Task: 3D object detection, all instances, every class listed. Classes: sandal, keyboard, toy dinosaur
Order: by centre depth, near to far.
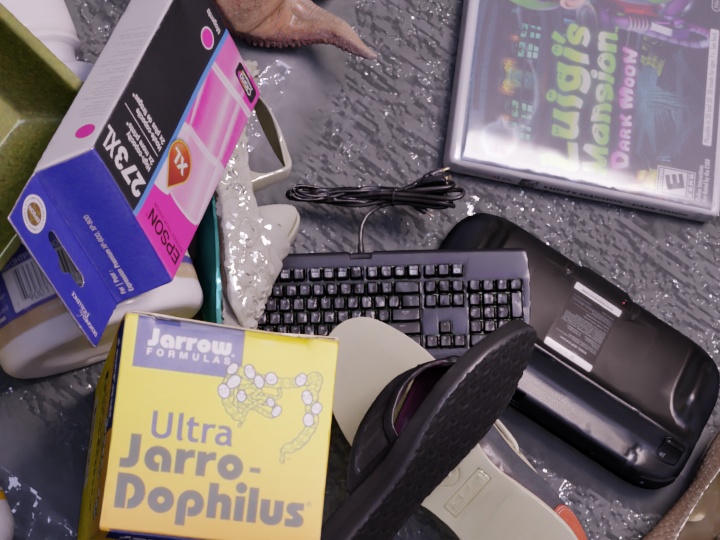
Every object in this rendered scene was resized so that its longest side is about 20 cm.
[{"bbox_3d":[0.017,0.097,0.942,0.048,0.075,0.200,40,89,25],"label":"sandal"},{"bbox_3d":[0.000,0.000,1.041,0.200,0.021,0.127,-2,76,2],"label":"keyboard"},{"bbox_3d":[-0.081,-0.192,1.070,0.136,0.086,0.200,-38,103,-8],"label":"toy dinosaur"}]

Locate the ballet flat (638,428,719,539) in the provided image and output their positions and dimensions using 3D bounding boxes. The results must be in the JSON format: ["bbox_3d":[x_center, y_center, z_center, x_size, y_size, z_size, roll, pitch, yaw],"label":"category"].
[{"bbox_3d":[0.212,0.150,1.052,0.200,0.046,0.067,-40,112,-17],"label":"ballet flat"}]

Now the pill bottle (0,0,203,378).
[{"bbox_3d":[-0.177,-0.051,0.987,0.120,0.120,0.200,-18,80,-17],"label":"pill bottle"}]

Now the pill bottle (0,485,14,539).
[{"bbox_3d":[-0.252,0.112,0.936,0.104,0.104,0.200,-22,82,-17],"label":"pill bottle"}]

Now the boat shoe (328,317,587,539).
[{"bbox_3d":[0.055,0.107,1.006,0.200,0.063,0.071,46,101,6],"label":"boat shoe"}]

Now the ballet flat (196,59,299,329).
[{"bbox_3d":[-0.069,-0.047,1.018,0.072,0.072,0.200,-5,62,-14],"label":"ballet flat"}]

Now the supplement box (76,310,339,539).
[{"bbox_3d":[-0.087,0.101,0.925,0.109,0.200,0.110,8,74,-10],"label":"supplement box"}]

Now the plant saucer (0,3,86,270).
[{"bbox_3d":[-0.252,-0.063,0.857,0.200,0.048,0.200,-54,129,-13],"label":"plant saucer"}]

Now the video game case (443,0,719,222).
[{"bbox_3d":[0.153,-0.143,1.137,0.182,0.023,0.200,11,74,-10],"label":"video game case"}]

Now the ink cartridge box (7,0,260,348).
[{"bbox_3d":[-0.113,-0.064,0.917,0.037,0.095,0.200,-3,44,27],"label":"ink cartridge box"}]

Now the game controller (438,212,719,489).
[{"bbox_3d":[0.128,0.047,1.079,0.200,0.042,0.104,34,57,-3],"label":"game controller"}]
